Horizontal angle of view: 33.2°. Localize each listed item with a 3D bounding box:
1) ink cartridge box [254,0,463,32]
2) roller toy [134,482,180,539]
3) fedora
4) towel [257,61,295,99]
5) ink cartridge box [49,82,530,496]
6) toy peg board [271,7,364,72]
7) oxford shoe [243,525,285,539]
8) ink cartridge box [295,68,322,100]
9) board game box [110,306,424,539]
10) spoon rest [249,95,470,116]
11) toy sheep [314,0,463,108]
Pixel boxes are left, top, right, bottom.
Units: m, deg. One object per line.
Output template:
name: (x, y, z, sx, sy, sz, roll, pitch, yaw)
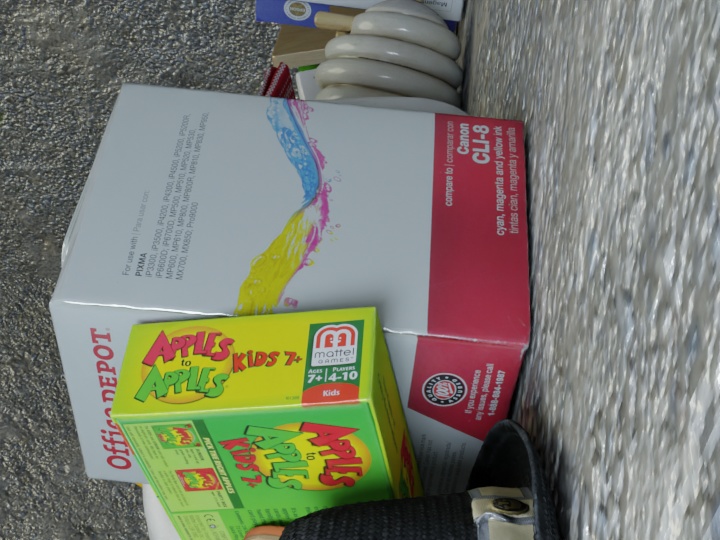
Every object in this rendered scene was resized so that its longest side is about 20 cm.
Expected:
ink cartridge box: (0.000, -0.278, 1.071, 0.200, 0.196, 0.043, 96, -178, -48)
roller toy: (-0.035, 0.132, 0.709, 0.200, 0.182, 0.140, 59, 161, 25)
fedora: (0.011, 0.142, 0.416, 0.201, 0.091, 0.201, 5, -90, -90)
towel: (-0.071, -0.046, 0.969, 0.200, 0.022, 0.145, 79, -157, -47)
ink cartridge box: (-0.030, 0.015, 0.582, 0.145, 0.199, 0.145, 97, 179, -49)
toy peg board: (0.006, -0.267, 1.492, 0.199, 0.200, 0.098, -85, -14, -61)
oxford shoe: (-0.009, 0.198, 0.518, 0.073, 0.071, 0.200, -53, -52, -50)
ink cartridge box: (0.004, -0.072, 1.122, 0.145, 0.084, 0.200, 81, 176, -63)
board game box: (-0.027, 0.101, 0.531, 0.200, 0.101, 0.048, 75, -166, -46)
spoon rest: (-0.017, -0.063, 0.683, 0.099, 0.200, 0.061, -64, 30, 32)
toy sheep: (0.022, -0.158, 1.011, 0.138, 0.138, 0.200, -89, 11, -88)
